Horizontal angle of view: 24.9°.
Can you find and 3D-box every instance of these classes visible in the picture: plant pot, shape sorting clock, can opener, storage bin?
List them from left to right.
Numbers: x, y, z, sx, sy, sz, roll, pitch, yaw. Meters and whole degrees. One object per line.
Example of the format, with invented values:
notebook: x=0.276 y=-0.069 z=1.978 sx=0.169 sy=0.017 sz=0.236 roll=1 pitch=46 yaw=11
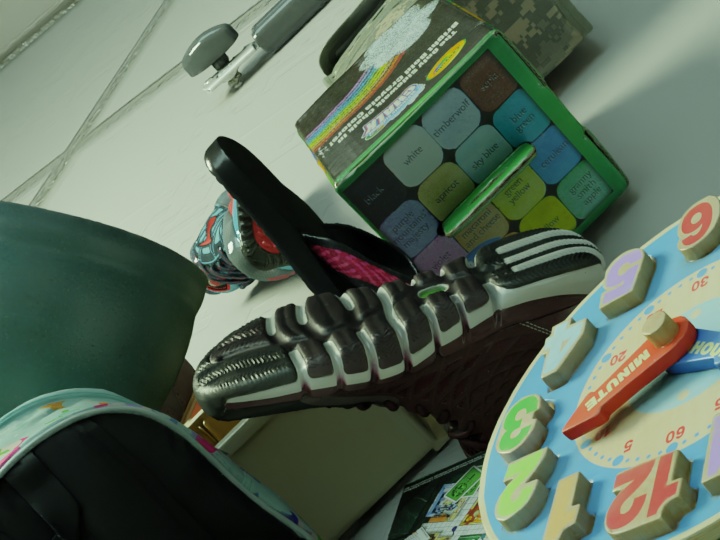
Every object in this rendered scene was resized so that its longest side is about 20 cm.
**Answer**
plant pot: x=-0.194 y=0.054 z=0.908 sx=0.200 sy=0.199 sz=0.136 roll=-14 pitch=62 yaw=55
storage bin: x=-0.067 y=0.098 z=0.943 sx=0.200 sy=0.094 sz=0.199 roll=-45 pitch=20 yaw=5
can opener: x=-0.107 y=-0.266 z=1.773 sx=0.199 sy=0.067 sz=0.053 roll=-38 pitch=19 yaw=9
shape sorting clock: x=0.120 y=0.031 z=0.597 sx=0.200 sy=0.039 sz=0.201 roll=-39 pitch=23 yaw=20

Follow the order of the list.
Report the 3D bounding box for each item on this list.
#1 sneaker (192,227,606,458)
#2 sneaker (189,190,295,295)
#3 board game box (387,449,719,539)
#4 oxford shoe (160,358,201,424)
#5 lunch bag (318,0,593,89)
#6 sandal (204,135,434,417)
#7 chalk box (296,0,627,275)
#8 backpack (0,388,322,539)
sneaker: x=0.029 y=0.064 z=0.760 sx=0.198 sy=0.117 sz=0.076 roll=-17 pitch=23 yaw=-1
sneaker: x=-0.085 y=-0.013 z=1.246 sx=0.096 sy=0.079 sz=0.200 roll=-53 pitch=10 yaw=9
board game box: x=0.080 y=0.098 z=0.637 sx=0.199 sy=0.023 sz=0.105 roll=-29 pitch=25 yaw=39
oxford shoe: x=-0.161 y=0.128 z=1.103 sx=0.071 sy=0.073 sz=0.201 roll=-32 pitch=24 yaw=31
lunch bag: x=0.057 y=-0.164 z=1.166 sx=0.164 sy=0.118 sz=0.200 roll=-45 pitch=14 yaw=6
sandal: x=0.000 y=0.000 z=0.838 sx=0.045 sy=0.200 sz=0.075 roll=-41 pitch=3 yaw=9
chalk box: x=0.058 y=-0.060 z=0.930 sx=0.125 sy=0.124 sz=0.200 roll=-43 pitch=21 yaw=5
backpack: x=-0.114 y=0.155 z=0.758 sx=0.178 sy=0.200 sz=0.150 roll=-51 pitch=25 yaw=-13
